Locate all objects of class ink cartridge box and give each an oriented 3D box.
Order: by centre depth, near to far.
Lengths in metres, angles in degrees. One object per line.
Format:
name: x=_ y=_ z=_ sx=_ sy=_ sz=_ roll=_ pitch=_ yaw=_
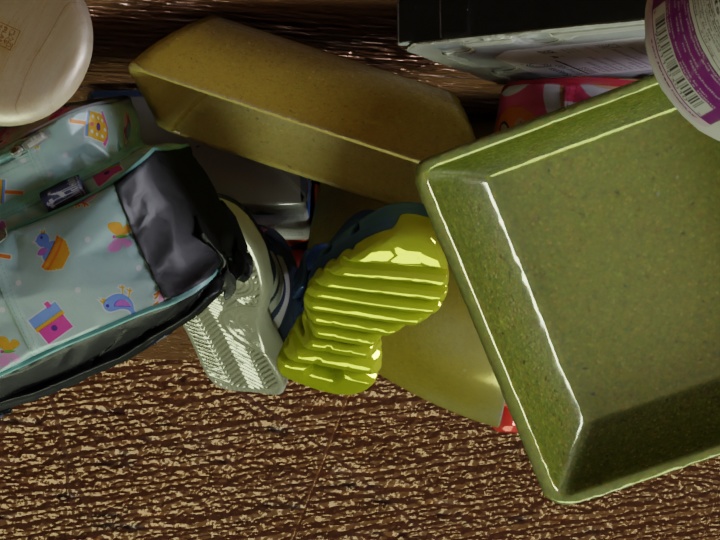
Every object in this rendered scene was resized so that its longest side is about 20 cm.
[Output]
ink cartridge box: x=-0.098 y=-0.062 z=1.830 sx=0.135 sy=0.077 sz=0.200 roll=0 pitch=171 yaw=1

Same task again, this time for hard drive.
hard drive: x=0.136 y=-0.126 z=1.460 sx=0.199 sy=0.038 sz=0.140 roll=-3 pitch=172 yaw=29

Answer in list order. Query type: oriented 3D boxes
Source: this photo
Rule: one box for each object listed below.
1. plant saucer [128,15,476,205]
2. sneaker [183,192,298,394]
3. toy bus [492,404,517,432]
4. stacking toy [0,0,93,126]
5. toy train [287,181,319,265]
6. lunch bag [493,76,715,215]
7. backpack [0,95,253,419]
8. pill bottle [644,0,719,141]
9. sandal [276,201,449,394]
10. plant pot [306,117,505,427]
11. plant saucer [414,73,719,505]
plant saucer: x=-0.020 y=-0.085 z=1.589 sx=0.199 sy=0.049 sz=0.200 roll=18 pitch=173 yaw=3
sneaker: x=-0.076 y=-0.006 z=1.754 sx=0.074 sy=0.085 sz=0.200 roll=9 pitch=150 yaw=10
toy bus: x=0.137 y=0.024 z=2.079 sx=0.199 sy=0.193 sz=0.135 roll=3 pitch=172 yaw=-31
stacking toy: x=-0.183 y=-0.108 z=1.465 sx=0.085 sy=0.086 sz=0.200 roll=1 pitch=177 yaw=-8
toy train: x=-0.065 y=-0.048 z=1.991 sx=0.115 sy=0.085 sz=0.200 roll=17 pitch=167 yaw=-20
lunch bag: x=0.168 y=-0.046 z=1.566 sx=0.199 sy=0.082 sz=0.176 roll=6 pitch=169 yaw=5
backpack: x=-0.180 y=-0.005 z=1.583 sx=0.199 sy=0.154 sz=0.176 roll=-32 pitch=-176 yaw=7
pill bottle: x=0.194 y=-0.119 z=1.201 sx=0.112 sy=0.113 sz=0.200 roll=1 pitch=174 yaw=-9
sandal: x=0.000 y=0.000 z=1.696 sx=0.079 sy=0.088 sz=0.200 roll=16 pitch=154 yaw=-15
plant pot: x=0.038 y=-0.011 z=1.845 sx=0.141 sy=0.201 sz=0.200 roll=10 pitch=174 yaw=3
plant saucer: x=0.155 y=-0.003 z=1.460 sx=0.199 sy=0.201 sz=0.048 roll=-19 pitch=-166 yaw=15
